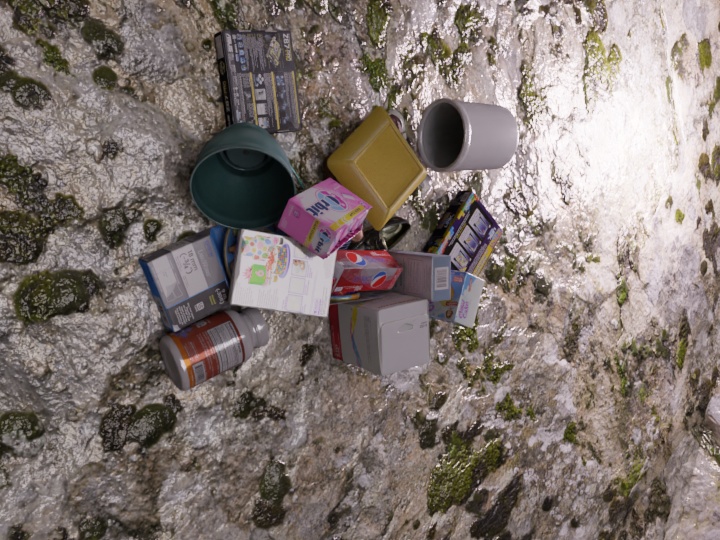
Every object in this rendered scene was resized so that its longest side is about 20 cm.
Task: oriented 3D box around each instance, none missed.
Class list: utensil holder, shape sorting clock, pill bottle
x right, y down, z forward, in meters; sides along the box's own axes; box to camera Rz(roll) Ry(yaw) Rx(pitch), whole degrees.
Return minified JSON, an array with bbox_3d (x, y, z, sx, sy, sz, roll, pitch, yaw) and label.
[{"bbox_3d":[0.266,-0.327,1.601,0.197,0.168,0.174,-6,98,-36],"label":"utensil holder"},{"bbox_3d":[-0.202,-0.035,1.358,0.197,0.039,0.205,0,90,-46],"label":"shape sorting clock"},{"bbox_3d":[-0.285,0.146,1.291,0.197,0.111,0.115,-24,108,-32],"label":"pill bottle"}]

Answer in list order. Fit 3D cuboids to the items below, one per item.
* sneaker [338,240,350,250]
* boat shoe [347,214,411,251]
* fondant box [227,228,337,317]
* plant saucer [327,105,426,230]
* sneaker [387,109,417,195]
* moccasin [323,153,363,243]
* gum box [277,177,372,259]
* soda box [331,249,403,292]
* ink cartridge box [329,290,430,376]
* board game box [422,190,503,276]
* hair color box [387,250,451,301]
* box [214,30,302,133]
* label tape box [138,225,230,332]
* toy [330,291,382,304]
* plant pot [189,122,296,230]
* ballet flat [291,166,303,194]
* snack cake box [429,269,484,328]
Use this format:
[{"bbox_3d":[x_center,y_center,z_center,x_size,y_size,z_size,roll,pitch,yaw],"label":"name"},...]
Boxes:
[{"bbox_3d":[-0.055,-0.070,1.431,0.202,0.070,0.078,-54,164,6],"label":"sneaker"},{"bbox_3d":[0.037,-0.067,1.525,0.200,0.065,0.073,-37,115,-27],"label":"boat shoe"},{"bbox_3d":[-0.153,0.006,1.290,0.196,0.058,0.148,9,90,-18],"label":"fondant box"},{"bbox_3d":[0.051,-0.228,1.442,0.201,0.048,0.201,-48,114,-21],"label":"plant saucer"},{"bbox_3d":[0.060,-0.264,1.526,0.114,0.075,0.204,-19,97,-25],"label":"sneaker"},{"bbox_3d":[-0.026,-0.162,1.461,0.073,0.077,0.206,-18,105,-44],"label":"moccasin"},{"bbox_3d":[-0.064,-0.109,1.297,0.067,0.112,0.200,-60,171,29],"label":"gum box"},{"bbox_3d":[0.000,0.000,1.427,0.198,0.070,0.064,0,126,-48],"label":"soda box"},{"bbox_3d":[0.042,0.133,1.467,0.143,0.198,0.148,-10,101,-33],"label":"ink cartridge box"},{"bbox_3d":[0.269,-0.077,1.696,0.165,0.056,0.202,45,69,-32],"label":"board game box"},{"bbox_3d":[0.124,0.009,1.512,0.060,0.198,0.102,-4,97,-33],"label":"hair color box"},{"bbox_3d":[-0.205,-0.381,1.331,0.159,0.049,0.205,-14,103,-32],"label":"box"},{"bbox_3d":[-0.313,0.007,1.285,0.198,0.063,0.147,-28,111,-29],"label":"label tape box"},{"bbox_3d":[-0.061,0.045,1.435,0.197,0.114,0.048,-11,103,-33],"label":"toy"},{"bbox_3d":[-0.224,-0.198,1.261,0.198,0.199,0.136,29,37,-33],"label":"plant pot"},{"bbox_3d":[-0.139,-0.155,1.394,0.075,0.068,0.201,-46,122,-12],"label":"ballet flat"},{"bbox_3d":[0.196,0.060,1.569,0.066,0.198,0.118,21,83,-33],"label":"snack cake box"}]
